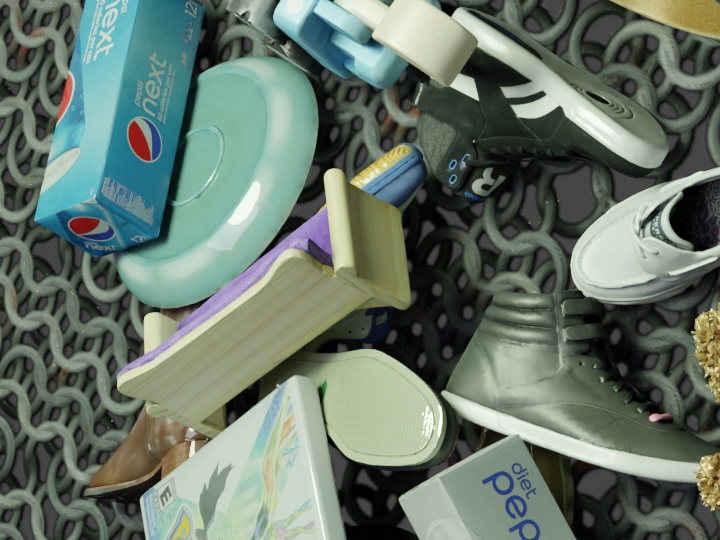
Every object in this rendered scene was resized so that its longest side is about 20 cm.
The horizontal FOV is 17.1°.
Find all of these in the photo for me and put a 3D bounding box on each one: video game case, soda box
[{"bbox_3d":[-0.073,0.197,1.549,0.182,0.022,0.200,-39,50,38],"label":"video game case"},{"bbox_3d":[0.106,0.207,1.467,0.200,0.068,0.063,62,152,5],"label":"soda box"},{"bbox_3d":[-0.171,-0.114,1.713,0.068,0.064,0.200,-17,51,39],"label":"soda box"}]

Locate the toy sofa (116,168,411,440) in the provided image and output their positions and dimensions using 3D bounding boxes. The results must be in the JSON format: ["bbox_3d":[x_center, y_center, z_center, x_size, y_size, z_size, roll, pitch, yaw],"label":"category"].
[{"bbox_3d":[-0.068,0.020,1.556,0.200,0.098,0.083,-37,41,33],"label":"toy sofa"}]

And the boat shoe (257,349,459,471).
[{"bbox_3d":[0.010,0.091,1.550,0.200,0.068,0.072,10,81,58],"label":"boat shoe"}]

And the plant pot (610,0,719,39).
[{"bbox_3d":[0.191,-0.271,1.448,0.186,0.186,0.200,25,87,38],"label":"plant pot"}]

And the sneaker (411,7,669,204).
[{"bbox_3d":[0.111,-0.080,1.549,0.200,0.073,0.112,41,114,43],"label":"sneaker"}]

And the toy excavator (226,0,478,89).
[{"bbox_3d":[0.012,-0.166,1.566,0.200,0.194,0.100,32,89,24],"label":"toy excavator"}]

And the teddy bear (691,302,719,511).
[{"bbox_3d":[0.262,0.058,1.398,0.145,0.067,0.200,-5,98,13],"label":"teddy bear"}]

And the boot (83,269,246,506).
[{"bbox_3d":[-0.138,0.065,1.737,0.186,0.064,0.200,-22,61,52],"label":"boot"}]

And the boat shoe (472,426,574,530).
[{"bbox_3d":[0.086,0.182,1.536,0.073,0.063,0.201,10,89,40],"label":"boat shoe"}]

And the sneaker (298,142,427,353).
[{"bbox_3d":[0.000,0.000,1.628,0.088,0.075,0.200,45,125,9],"label":"sneaker"}]

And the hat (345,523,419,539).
[{"bbox_3d":[-0.042,0.242,1.589,0.200,0.081,0.201,-22,51,30],"label":"hat"}]

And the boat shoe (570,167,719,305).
[{"bbox_3d":[0.203,-0.027,1.463,0.200,0.068,0.072,-14,77,38],"label":"boat shoe"}]

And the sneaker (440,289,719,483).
[{"bbox_3d":[0.150,0.068,1.483,0.200,0.071,0.099,17,90,24],"label":"sneaker"}]

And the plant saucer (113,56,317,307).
[{"bbox_3d":[-0.112,-0.069,1.703,0.200,0.027,0.200,-27,47,33],"label":"plant saucer"}]
